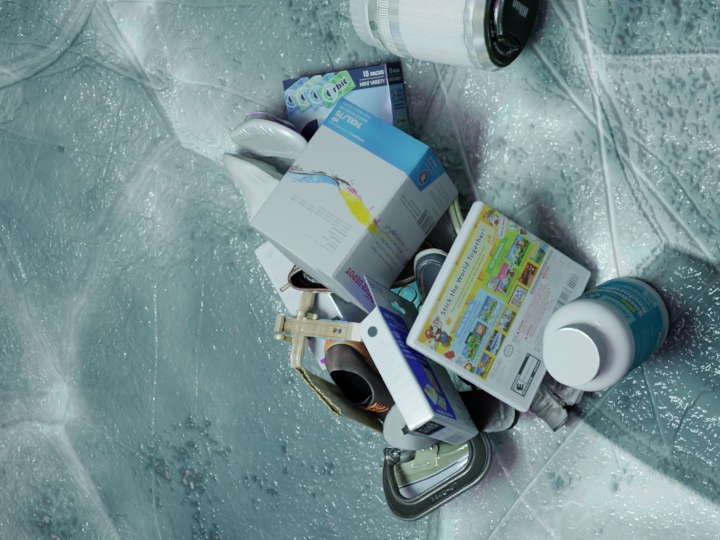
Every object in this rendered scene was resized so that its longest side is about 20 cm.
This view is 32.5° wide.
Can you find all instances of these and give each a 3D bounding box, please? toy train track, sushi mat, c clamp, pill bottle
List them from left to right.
[{"bbox_3d":[-0.064,0.077,1.665,0.200,0.033,0.115,2,80,52],"label":"toy train track"},{"bbox_3d":[-0.021,0.182,1.705,0.012,0.200,0.096,-45,64,4],"label":"sushi mat"},{"bbox_3d":[0.102,0.240,1.684,0.200,0.027,0.171,-40,52,15],"label":"c clamp"},{"bbox_3d":[0.290,0.079,1.484,0.111,0.200,0.111,8,105,30],"label":"pill bottle"}]

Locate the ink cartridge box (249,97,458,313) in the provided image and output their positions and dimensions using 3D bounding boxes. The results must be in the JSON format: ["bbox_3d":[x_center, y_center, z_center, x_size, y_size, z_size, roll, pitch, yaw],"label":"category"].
[{"bbox_3d":[-0.005,-0.079,1.557,0.146,0.147,0.200,33,84,27],"label":"ink cartridge box"}]

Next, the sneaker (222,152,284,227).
[{"bbox_3d":[-0.146,-0.107,1.753,0.200,0.075,0.089,35,113,50],"label":"sneaker"}]

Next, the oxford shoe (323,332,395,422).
[{"bbox_3d":[0.015,0.175,1.709,0.071,0.073,0.200,-31,121,26],"label":"oxford shoe"}]

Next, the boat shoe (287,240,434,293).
[{"bbox_3d":[0.000,0.000,1.648,0.200,0.070,0.070,-10,101,22],"label":"boat shoe"}]

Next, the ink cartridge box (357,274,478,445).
[{"bbox_3d":[0.064,0.116,1.549,0.043,0.198,0.200,-30,68,13],"label":"ink cartridge box"}]

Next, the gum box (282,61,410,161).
[{"bbox_3d":[-0.013,-0.176,1.707,0.170,0.045,0.200,-4,100,32],"label":"gum box"}]

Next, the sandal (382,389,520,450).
[{"bbox_3d":[0.112,0.191,1.639,0.200,0.043,0.076,-17,80,30],"label":"sandal"}]

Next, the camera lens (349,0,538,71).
[{"bbox_3d":[0.107,-0.336,1.525,0.200,0.160,0.160,14,109,28],"label":"camera lens"}]

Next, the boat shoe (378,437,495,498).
[{"bbox_3d":[0.100,0.269,1.723,0.200,0.072,0.062,-33,90,36],"label":"boat shoe"}]

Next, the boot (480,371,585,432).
[{"bbox_3d":[0.248,0.101,1.607,0.132,0.070,0.200,26,120,17],"label":"boot"}]

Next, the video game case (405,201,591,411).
[{"bbox_3d":[0.173,0.045,1.521,0.200,0.182,0.023,-63,19,-12],"label":"video game case"}]

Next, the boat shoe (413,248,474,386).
[{"bbox_3d":[0.119,0.064,1.620,0.075,0.062,0.200,-10,122,18],"label":"boat shoe"}]

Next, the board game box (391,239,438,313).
[{"bbox_3d":[0.063,0.018,1.687,0.200,0.028,0.135,39,119,3],"label":"board game box"}]

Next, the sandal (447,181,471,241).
[{"bbox_3d":[0.161,-0.029,1.606,0.057,0.080,0.201,-23,63,-3],"label":"sandal"}]

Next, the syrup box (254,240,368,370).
[{"bbox_3d":[-0.057,0.033,1.762,0.081,0.079,0.200,-33,83,32],"label":"syrup box"}]

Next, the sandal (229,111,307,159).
[{"bbox_3d":[-0.128,-0.197,1.726,0.203,0.082,0.050,9,67,60],"label":"sandal"}]
